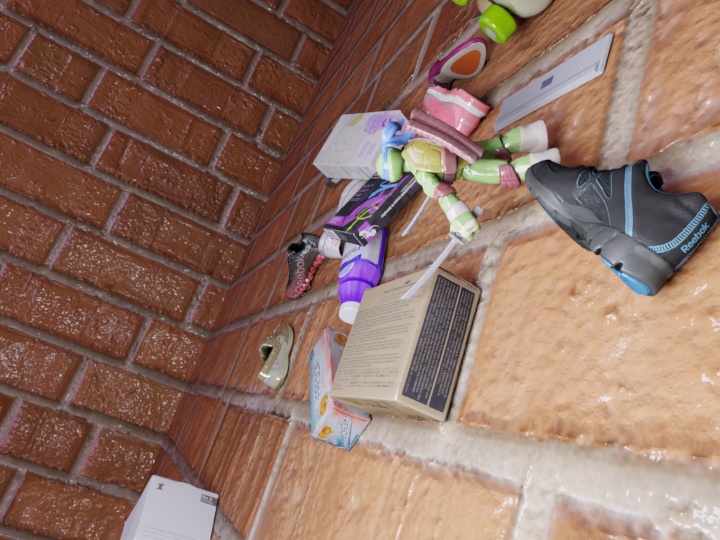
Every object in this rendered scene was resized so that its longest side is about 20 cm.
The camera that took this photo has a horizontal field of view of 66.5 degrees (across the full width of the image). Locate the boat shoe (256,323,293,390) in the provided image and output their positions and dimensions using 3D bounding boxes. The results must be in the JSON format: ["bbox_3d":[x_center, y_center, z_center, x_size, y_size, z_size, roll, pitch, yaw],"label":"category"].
[{"bbox_3d":[-0.202,0.187,1.284,0.074,0.066,0.200,-55,20,25],"label":"boat shoe"}]

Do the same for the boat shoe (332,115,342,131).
[{"bbox_3d":[-0.021,-0.328,1.471,0.071,0.069,0.201,-30,54,28],"label":"boat shoe"}]

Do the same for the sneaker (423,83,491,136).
[{"bbox_3d":[0.138,-0.256,0.916,0.087,0.073,0.200,-62,18,11],"label":"sneaker"}]

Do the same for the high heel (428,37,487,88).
[{"bbox_3d":[0.172,-0.388,0.995,0.200,0.067,0.097,154,127,-68],"label":"high heel"}]

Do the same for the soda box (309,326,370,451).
[{"bbox_3d":[-0.036,0.175,0.846,0.069,0.063,0.200,-57,19,21],"label":"soda box"}]

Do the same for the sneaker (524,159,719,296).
[{"bbox_3d":[0.214,-0.057,0.472,0.082,0.073,0.200,-47,30,15],"label":"sneaker"}]

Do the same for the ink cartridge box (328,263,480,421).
[{"bbox_3d":[0.049,0.096,0.695,0.200,0.075,0.165,-24,42,64],"label":"ink cartridge box"}]

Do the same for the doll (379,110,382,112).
[{"bbox_3d":[0.028,-0.328,1.357,0.137,0.048,0.200,-58,19,15],"label":"doll"}]

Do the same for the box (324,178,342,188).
[{"bbox_3d":[-0.040,-0.346,1.591,0.121,0.032,0.201,-25,45,63],"label":"box"}]

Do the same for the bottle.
[{"bbox_3d":[0.000,0.000,0.972,0.083,0.065,0.201,-38,32,44],"label":"bottle"}]

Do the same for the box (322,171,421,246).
[{"bbox_3d":[0.033,-0.130,0.975,0.200,0.036,0.143,-46,24,-13],"label":"box"}]

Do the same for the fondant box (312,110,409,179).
[{"bbox_3d":[0.003,-0.275,1.208,0.200,0.058,0.145,15,71,48],"label":"fondant box"}]

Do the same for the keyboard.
[{"bbox_3d":[0.241,-0.237,0.712,0.056,0.011,0.200,-64,18,-16],"label":"keyboard"}]

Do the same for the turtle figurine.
[{"bbox_3d":[0.124,-0.090,0.636,0.144,0.193,0.201,-47,-53,-78],"label":"turtle figurine"}]

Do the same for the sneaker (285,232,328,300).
[{"bbox_3d":[-0.150,-0.014,1.358,0.201,0.098,0.071,-57,21,26],"label":"sneaker"}]

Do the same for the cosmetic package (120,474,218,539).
[{"bbox_3d":[-0.448,0.611,1.250,0.200,0.164,0.165,-57,20,26],"label":"cosmetic package"}]

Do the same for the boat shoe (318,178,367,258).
[{"bbox_3d":[-0.017,-0.113,1.186,0.070,0.071,0.201,13,66,40],"label":"boat shoe"}]

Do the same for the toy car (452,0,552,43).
[{"bbox_3d":[0.218,-0.458,0.870,0.164,0.158,0.200,-48,9,10],"label":"toy car"}]
